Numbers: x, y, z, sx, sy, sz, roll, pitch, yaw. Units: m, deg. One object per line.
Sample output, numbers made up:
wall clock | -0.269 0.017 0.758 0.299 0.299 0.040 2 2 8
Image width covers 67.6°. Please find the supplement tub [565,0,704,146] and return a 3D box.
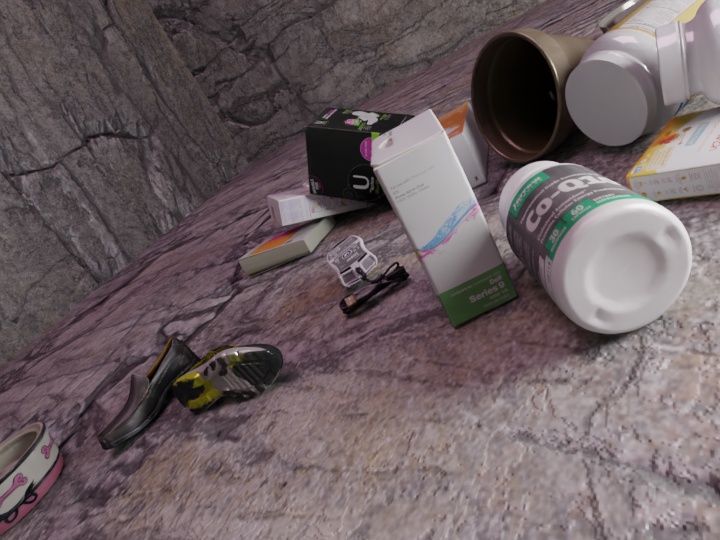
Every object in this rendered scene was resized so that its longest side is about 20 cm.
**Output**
supplement tub | 0.389 -0.276 0.727 0.199 0.146 0.144 -39 21 -16

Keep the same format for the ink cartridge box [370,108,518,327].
ink cartridge box | 0.091 -0.065 0.613 0.086 0.202 0.146 -27 20 12

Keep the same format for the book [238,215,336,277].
book | -0.163 -0.062 1.210 0.198 0.049 0.134 -18 22 34

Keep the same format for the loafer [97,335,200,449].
loafer | -0.347 0.194 0.867 0.072 0.073 0.201 -11 30 42

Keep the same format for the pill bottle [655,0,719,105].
pill bottle | 0.419 -0.240 0.553 0.197 0.114 0.113 -7 31 34

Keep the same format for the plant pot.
plant pot | 0.307 -0.296 0.870 0.171 0.204 0.199 -22 16 -21

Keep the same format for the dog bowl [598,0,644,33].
dog bowl | 0.601 -0.529 1.108 0.198 0.059 0.201 -29 21 12

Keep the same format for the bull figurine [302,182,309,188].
bull figurine | -0.068 -0.268 1.498 0.197 0.066 0.122 -21 27 28

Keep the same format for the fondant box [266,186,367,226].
fondant box | -0.100 -0.156 1.212 0.196 0.059 0.144 -15 17 -15

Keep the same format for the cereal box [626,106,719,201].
cereal box | 0.395 -0.130 0.540 0.144 0.040 0.198 -43 22 -29

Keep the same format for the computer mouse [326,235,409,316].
computer mouse | 0.000 0.000 0.836 0.109 0.044 0.200 -37 26 2

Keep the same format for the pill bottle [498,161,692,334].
pill bottle | 0.203 -0.036 0.509 0.112 0.114 0.201 -29 20 9

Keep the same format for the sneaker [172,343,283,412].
sneaker | -0.183 0.132 0.759 0.197 0.075 0.085 -21 22 29

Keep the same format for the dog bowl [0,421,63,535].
dog bowl | -0.571 0.344 0.860 0.198 0.074 0.201 -29 21 12

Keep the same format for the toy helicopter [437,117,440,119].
toy helicopter | 0.226 -0.320 1.180 0.131 0.080 0.200 -28 7 31

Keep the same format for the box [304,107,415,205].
box | 0.002 -0.234 1.096 0.196 0.151 0.125 10 35 15

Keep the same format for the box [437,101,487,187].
box | 0.161 -0.217 1.000 0.123 0.098 0.201 -22 23 25
